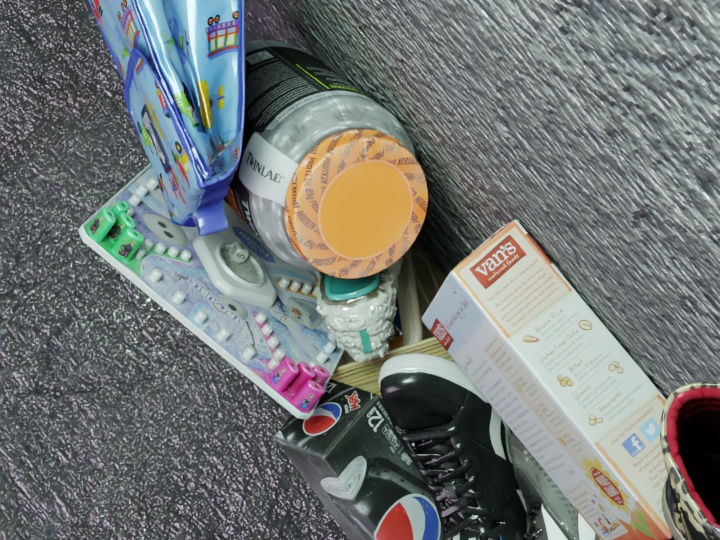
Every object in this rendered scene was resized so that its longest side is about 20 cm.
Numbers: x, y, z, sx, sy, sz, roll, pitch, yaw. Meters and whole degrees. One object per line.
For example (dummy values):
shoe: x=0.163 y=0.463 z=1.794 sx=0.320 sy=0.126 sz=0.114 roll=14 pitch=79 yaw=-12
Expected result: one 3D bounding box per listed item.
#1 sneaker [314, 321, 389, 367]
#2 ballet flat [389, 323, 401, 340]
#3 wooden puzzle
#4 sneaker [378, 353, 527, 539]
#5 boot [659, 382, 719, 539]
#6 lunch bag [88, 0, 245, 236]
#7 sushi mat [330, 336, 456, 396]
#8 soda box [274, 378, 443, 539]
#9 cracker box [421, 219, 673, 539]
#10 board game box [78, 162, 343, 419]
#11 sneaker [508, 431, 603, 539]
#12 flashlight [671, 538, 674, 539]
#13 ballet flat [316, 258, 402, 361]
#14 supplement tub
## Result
sneaker: x=0.000 y=0.083 z=1.186 sx=0.075 sy=0.081 sz=0.200 roll=44 pitch=175 yaw=36
ballet flat: x=-0.029 y=0.008 z=1.205 sx=0.199 sy=0.072 sz=0.072 roll=32 pitch=-175 yaw=-31
wooden puzzle: x=0.062 y=0.067 z=1.189 sx=0.186 sy=0.046 sz=0.201 roll=-95 pitch=-22 yaw=-49
sneaker: x=0.072 y=0.152 z=1.017 sx=0.200 sy=0.073 sz=0.113 roll=49 pitch=-141 yaw=-39
boot: x=0.210 y=0.145 z=0.689 sx=0.201 sy=0.073 sz=0.151 roll=55 pitch=177 yaw=30
lunch bag: x=-0.110 y=-0.121 z=0.934 sx=0.150 sy=0.093 sz=0.202 roll=148 pitch=110 yaw=-73
sushi mat: x=0.065 y=0.084 z=1.058 sx=0.096 sy=0.199 sz=0.012 roll=55 pitch=-145 yaw=-24
soda box: x=0.022 y=0.174 z=1.082 sx=0.071 sy=0.063 sz=0.201 roll=13 pitch=143 yaw=53
cracker box: x=0.127 y=0.076 z=0.914 sx=0.200 sy=0.058 sz=0.134 roll=50 pitch=167 yaw=7
board game box: x=-0.086 y=-0.005 z=1.066 sx=0.200 sy=0.026 sz=0.200 roll=40 pitch=-156 yaw=-5
sneaker: x=0.136 y=0.203 z=0.990 sx=0.201 sy=0.090 sz=0.066 roll=65 pitch=163 yaw=2
flashlight: x=0.171 y=0.146 z=1.085 sx=0.200 sy=0.067 sz=0.068 roll=32 pitch=149 yaw=62
ballet flat: x=0.000 y=0.000 z=1.079 sx=0.072 sy=0.071 sz=0.201 roll=53 pitch=-159 yaw=-23
supplement tub: x=-0.038 y=-0.077 z=1.016 sx=0.123 sy=0.122 sz=0.200 roll=54 pitch=174 yaw=-33
